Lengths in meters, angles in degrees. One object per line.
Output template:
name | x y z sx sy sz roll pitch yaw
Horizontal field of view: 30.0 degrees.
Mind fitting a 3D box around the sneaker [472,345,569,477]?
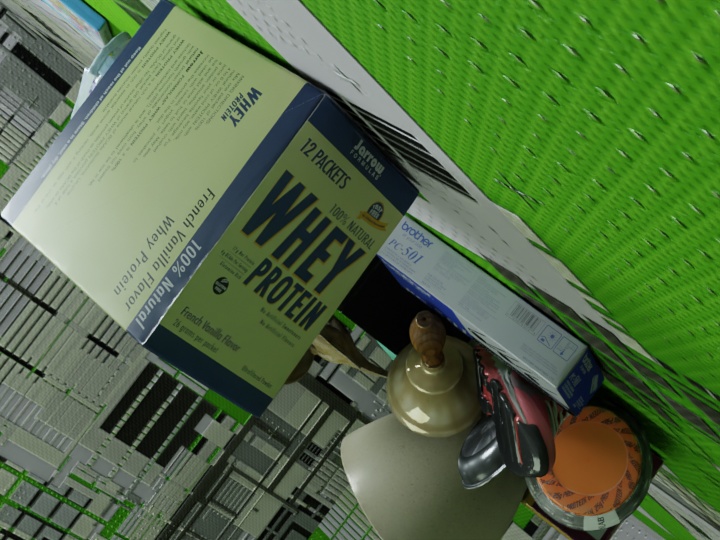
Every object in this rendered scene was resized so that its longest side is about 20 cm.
sneaker | 0.155 0.110 1.182 0.200 0.085 0.075 -106 7 -69

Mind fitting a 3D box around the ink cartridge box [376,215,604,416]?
ink cartridge box | 0.108 0.037 1.124 0.199 0.044 0.094 38 175 26

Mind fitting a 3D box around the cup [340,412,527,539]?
cup | 0.095 0.216 1.420 0.201 0.143 0.201 49 -168 -14

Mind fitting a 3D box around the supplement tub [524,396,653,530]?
supplement tub | 0.218 0.188 1.296 0.122 0.123 0.200 37 177 14

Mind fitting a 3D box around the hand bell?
hand bell | 0.065 0.076 1.240 0.104 0.104 0.200 37 167 19

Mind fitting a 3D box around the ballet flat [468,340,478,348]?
ballet flat | 0.114 0.073 1.480 0.200 0.073 0.073 44 -179 33

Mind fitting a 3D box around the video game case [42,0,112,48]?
video game case | -0.355 -0.319 1.591 0.143 0.018 0.200 38 177 -7

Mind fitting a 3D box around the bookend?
bookend | 0.000 0.000 1.405 0.198 0.092 0.200 38 179 42

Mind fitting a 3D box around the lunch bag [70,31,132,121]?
lunch bag | -0.185 -0.136 1.296 0.168 0.128 0.200 32 174 -5

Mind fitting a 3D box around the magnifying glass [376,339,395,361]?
magnifying glass | 0.058 0.105 1.483 0.079 0.023 0.200 29 -169 -12

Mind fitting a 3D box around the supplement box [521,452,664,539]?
supplement box | 0.245 0.230 1.514 0.103 0.132 0.200 36 178 2

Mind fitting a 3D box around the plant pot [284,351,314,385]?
plant pot | -0.124 0.033 1.383 0.199 0.027 0.202 38 -147 -30

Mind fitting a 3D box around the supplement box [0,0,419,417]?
supplement box | -0.106 -0.047 0.946 0.199 0.201 0.134 34 176 40

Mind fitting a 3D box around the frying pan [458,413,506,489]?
frying pan | 0.151 0.131 1.294 0.031 0.191 0.115 41 149 -9

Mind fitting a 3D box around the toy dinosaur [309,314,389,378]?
toy dinosaur | -0.026 0.076 1.358 0.200 0.058 0.101 39 178 -44
